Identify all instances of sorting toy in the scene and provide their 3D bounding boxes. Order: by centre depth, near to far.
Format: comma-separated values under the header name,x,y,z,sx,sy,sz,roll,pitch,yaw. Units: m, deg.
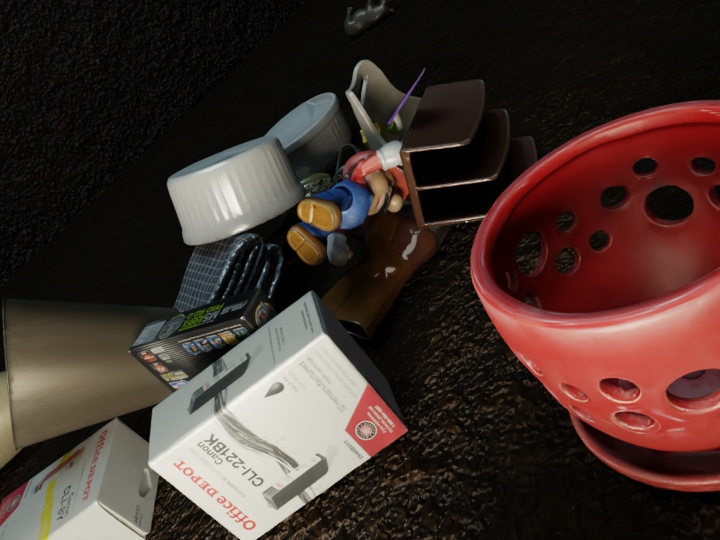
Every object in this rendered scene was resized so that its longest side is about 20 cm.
name,x,y,z,sx,sy,sz,roll,pitch,yaw
sorting toy,0.041,-0.213,0.936,0.106,0.181,0.201,-21,32,28

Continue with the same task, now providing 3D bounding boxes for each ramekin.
name,x,y,z,sx,sy,sz,roll,pitch,yaw
ramekin,-0.189,-0.125,0.947,0.198,0.099,0.201,-19,18,6
ramekin,-0.106,-0.253,1.257,0.201,0.095,0.204,-29,29,18

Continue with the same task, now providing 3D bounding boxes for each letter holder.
name,x,y,z,sx,sy,sz,roll,pitch,yaw
letter holder,0.141,-0.153,0.771,0.140,0.102,0.201,-5,34,20

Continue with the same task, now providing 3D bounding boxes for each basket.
name,x,y,z,sx,sy,sz,roll,pitch,yaw
basket,-0.321,0.114,0.780,0.197,0.183,0.136,-4,16,-28

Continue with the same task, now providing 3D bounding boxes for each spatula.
name,x,y,z,sx,sy,sz,roll,pitch,yaw
spatula,0.048,-0.169,0.798,0.057,0.020,0.201,-59,-11,-26

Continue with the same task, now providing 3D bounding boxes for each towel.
name,x,y,z,sx,sy,sz,roll,pitch,yaw
towel,-0.206,0.040,0.911,0.165,0.085,0.202,8,72,54

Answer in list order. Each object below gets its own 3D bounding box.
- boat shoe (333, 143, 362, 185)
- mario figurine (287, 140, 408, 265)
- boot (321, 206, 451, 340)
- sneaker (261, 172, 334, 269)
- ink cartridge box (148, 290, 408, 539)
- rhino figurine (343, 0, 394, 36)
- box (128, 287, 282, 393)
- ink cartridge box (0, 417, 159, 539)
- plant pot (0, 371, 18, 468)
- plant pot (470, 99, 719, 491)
name,x,y,z,sx,sy,sz,roll,pitch,yaw
boat shoe,-0.013,-0.141,1.016,0.071,0.065,0.201,-27,31,17
mario figurine,0.006,-0.077,0.751,0.122,0.107,0.200,-17,18,39
boot,0.000,0.000,0.809,0.187,0.069,0.201,14,56,43
sneaker,-0.087,-0.069,1.000,0.088,0.077,0.201,8,61,52
ink cartridge box,-0.079,0.143,0.603,0.199,0.145,0.084,-36,28,6
rhino figurine,0.031,-0.752,1.846,0.198,0.060,0.089,-20,53,30
box,-0.139,0.110,0.707,0.198,0.161,0.045,-16,34,35
ink cartridge box,-0.349,0.297,0.765,0.199,0.084,0.146,-35,28,7
plant pot,-0.644,0.260,1.094,0.198,0.189,0.187,-31,26,-16
plant pot,0.198,0.020,0.412,0.199,0.183,0.202,-29,30,18
